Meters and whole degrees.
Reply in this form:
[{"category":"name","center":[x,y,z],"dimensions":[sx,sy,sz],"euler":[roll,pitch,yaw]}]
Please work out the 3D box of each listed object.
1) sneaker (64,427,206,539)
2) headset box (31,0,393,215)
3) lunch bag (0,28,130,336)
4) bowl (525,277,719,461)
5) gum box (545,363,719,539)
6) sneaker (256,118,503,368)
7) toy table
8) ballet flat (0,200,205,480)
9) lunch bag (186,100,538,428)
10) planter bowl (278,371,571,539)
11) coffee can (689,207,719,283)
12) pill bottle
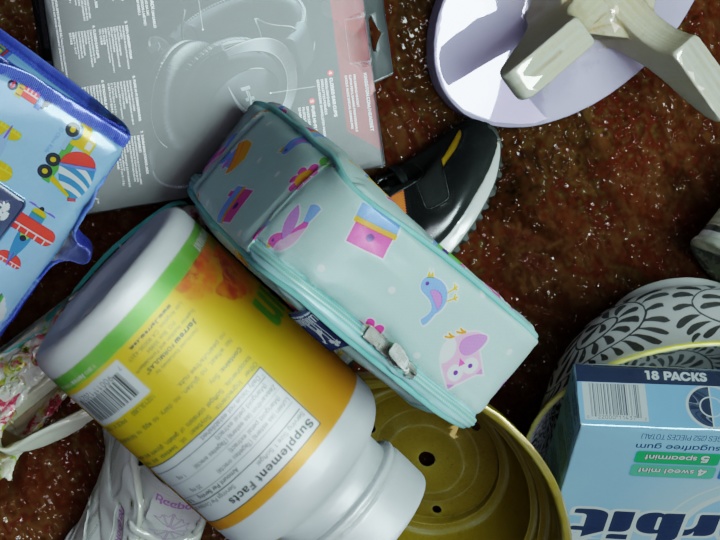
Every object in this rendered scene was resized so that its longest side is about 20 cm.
[{"category":"sneaker","center":[-0.126,0.147,1.209],"dimensions":[0.074,0.100,0.202],"euler":[7,96,-17]},{"category":"headset box","center":[-0.078,-0.121,1.201],"dimensions":[0.199,0.077,0.150],"euler":[-11,100,-14]},{"category":"lunch bag","center":[-0.229,-0.060,1.136],"dimensions":[0.199,0.094,0.151],"euler":[33,102,-8]},{"category":"bowl","center":[0.192,0.068,1.265],"dimensions":[0.199,0.095,0.201],"euler":[-1,140,-1]},{"category":"gum box","center":[0.190,0.131,1.234],"dimensions":[0.169,0.201,0.045],"euler":[3,52,-5]},{"category":"sneaker","center":[-0.003,-0.022,1.234],"dimensions":[0.090,0.070,0.200],"euler":[41,88,-18]},{"category":"toy table","center":[0.139,-0.162,1.230],"dimensions":[0.184,0.117,0.200],"euler":[40,85,-15]},{"category":"ballet flat","center":[-0.152,0.046,1.196],"dimensions":[0.200,0.076,0.064],"euler":[-40,70,6]},{"category":"lunch bag","center":[0.000,0.000,1.101],"dimensions":[0.077,0.200,0.160],"euler":[-47,117,1]},{"category":"planter bowl","center":[0.031,0.127,1.235],"dimensions":[0.199,0.084,0.202],"euler":[7,119,13]},{"category":"coffee can","center":[0.314,-0.048,1.271],"dimensions":[0.146,0.146,0.200],"euler":[41,86,-15]},{"category":"pill bottle","center":[-0.063,0.073,1.120],"dimensions":[0.200,0.111,0.111],"euler":[44,85,-12]}]
